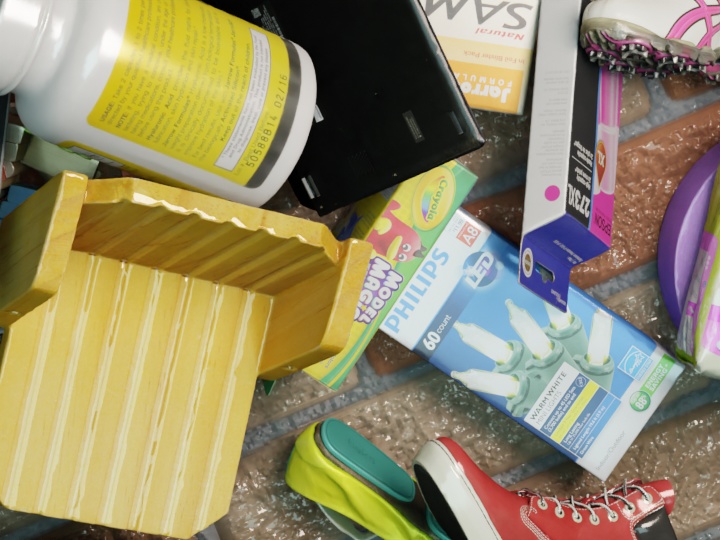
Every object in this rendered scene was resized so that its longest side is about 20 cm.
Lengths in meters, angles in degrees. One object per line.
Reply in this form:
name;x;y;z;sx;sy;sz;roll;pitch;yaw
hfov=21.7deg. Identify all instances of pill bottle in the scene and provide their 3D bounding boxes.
pill bottle;-0.134;-0.116;1.107;0.199;0.111;0.112;20;97;-30

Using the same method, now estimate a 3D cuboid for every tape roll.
tape roll;0.314;-0.006;1.329;0.199;0.066;0.202;0;97;-3

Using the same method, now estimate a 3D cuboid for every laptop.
laptop;-0.024;-0.144;1.232;0.199;0.116;0.188;-22;99;29

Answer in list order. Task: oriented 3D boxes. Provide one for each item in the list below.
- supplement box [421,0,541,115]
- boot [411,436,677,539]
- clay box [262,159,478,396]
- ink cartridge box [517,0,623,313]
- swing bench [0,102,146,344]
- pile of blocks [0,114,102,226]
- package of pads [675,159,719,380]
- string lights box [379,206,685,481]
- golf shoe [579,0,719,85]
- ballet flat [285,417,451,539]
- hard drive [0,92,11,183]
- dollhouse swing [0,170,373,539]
supplement box;0.064;-0.215;1.286;0.125;0.074;0.201;7;98;-2
boot;0.135;0.160;1.289;0.144;0.072;0.200;-40;113;-6
clay box;0.000;0.000;1.292;0.047;0.115;0.201;31;96;-11
ink cartridge box;0.143;-0.078;1.267;0.037;0.095;0.201;2;78;27
swing bench;-0.224;-0.038;1.272;0.198;0.130;0.200;-2;98;-1
pile of blocks;-0.216;-0.058;1.177;0.200;0.062;0.082;-42;93;8
package of pads;0.305;-0.014;1.261;0.153;0.068;0.201;14;96;-5
string lights box;0.117;0.049;1.331;0.199;0.059;0.103;34;96;-6
golf shoe;0.222;-0.175;1.271;0.199;0.072;0.093;0;89;-40
ballet flat;0.031;0.181;1.349;0.199;0.067;0.067;35;116;-9
hard drive;-0.280;-0.062;1.150;0.139;0.033;0.201;-16;56;25
dollhouse swing;-0.123;0.061;1.145;0.199;0.182;0.177;14;72;-24
